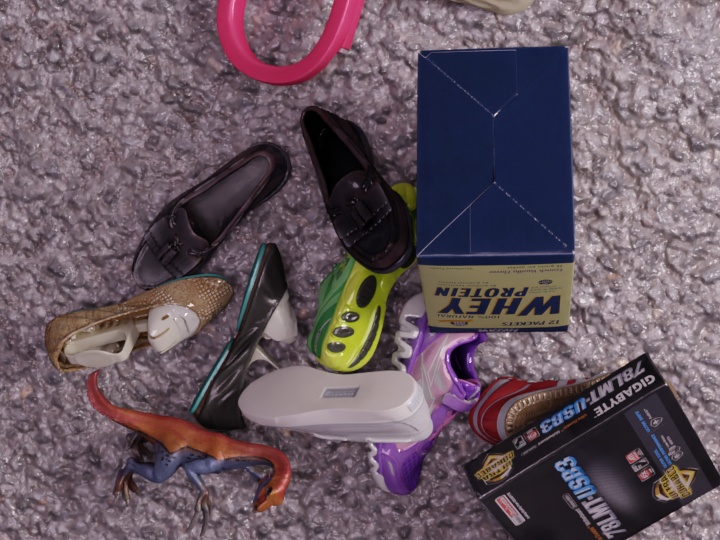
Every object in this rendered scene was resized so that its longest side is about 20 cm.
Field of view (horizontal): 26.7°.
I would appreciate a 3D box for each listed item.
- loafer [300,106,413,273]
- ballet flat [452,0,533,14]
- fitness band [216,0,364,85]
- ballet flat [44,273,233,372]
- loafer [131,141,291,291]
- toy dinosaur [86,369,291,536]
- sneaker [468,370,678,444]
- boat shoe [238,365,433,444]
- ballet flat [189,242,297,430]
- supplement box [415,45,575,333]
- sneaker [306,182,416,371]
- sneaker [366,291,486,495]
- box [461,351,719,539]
[{"bbox_3d":[-0.012,-0.078,1.417,0.072,0.063,0.200,-38,45,15],"label":"loafer"},{"bbox_3d":[0.074,-0.293,1.460,0.200,0.069,0.070,10,94,5],"label":"ballet flat"},{"bbox_3d":[-0.064,-0.278,1.471,0.144,0.037,0.200,17,95,24],"label":"fitness band"},{"bbox_3d":[-0.218,0.060,1.500,0.200,0.065,0.071,-18,133,11],"label":"ballet flat"},{"bbox_3d":[-0.154,-0.055,1.494,0.200,0.063,0.072,-42,88,6],"label":"loafer"},{"bbox_3d":[-0.158,0.181,1.456,0.181,0.105,0.200,-16,121,33],"label":"toy dinosaur"},{"bbox_3d":[0.202,0.134,1.477,0.200,0.112,0.071,-4,90,-24],"label":"sneaker"},{"bbox_3d":[-0.022,0.133,1.432,0.200,0.072,0.069,-7,128,28],"label":"boat shoe"},{"bbox_3d":[-0.103,0.070,1.500,0.068,0.068,0.200,23,105,-6],"label":"ballet flat"},{"bbox_3d":[0.122,-0.067,1.371,0.134,0.200,0.200,-1,69,6],"label":"supplement box"},{"bbox_3d":[0.000,0.000,1.473,0.074,0.084,0.200,36,75,-34],"label":"sneaker"},{"bbox_3d":[0.069,0.125,1.464,0.088,0.080,0.200,16,94,25],"label":"sneaker"},{"bbox_3d":[0.220,0.190,1.417,0.198,0.200,0.050,-32,46,4],"label":"box"}]
